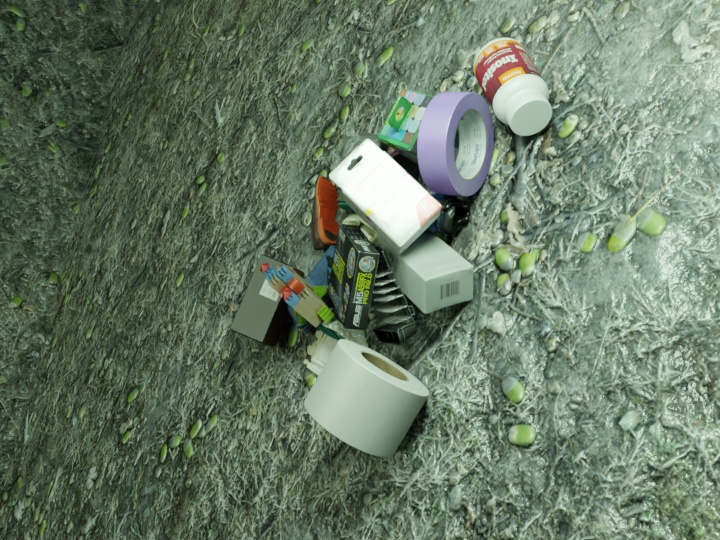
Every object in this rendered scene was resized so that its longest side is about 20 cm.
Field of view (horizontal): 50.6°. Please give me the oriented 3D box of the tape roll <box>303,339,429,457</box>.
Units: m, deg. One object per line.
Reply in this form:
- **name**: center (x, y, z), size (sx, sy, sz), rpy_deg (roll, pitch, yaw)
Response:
- **tape roll**: center (0.012, 0.240, 1.448), size (0.139, 0.202, 0.203), rpy_deg (-60, 38, 6)

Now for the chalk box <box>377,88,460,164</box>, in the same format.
- **chalk box**: center (0.130, -0.298, 1.609), size (0.124, 0.200, 0.125), rpy_deg (33, 95, 52)

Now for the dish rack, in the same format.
- **dish rack**: center (0.045, 0.045, 1.531), size (0.201, 0.054, 0.153), rpy_deg (69, 162, -4)

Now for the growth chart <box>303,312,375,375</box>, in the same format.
- **growth chart**: center (-0.055, 0.154, 1.722), size (0.200, 0.018, 0.145), rpy_deg (-59, 38, 7)

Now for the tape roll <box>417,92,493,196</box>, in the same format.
- **tape roll**: center (0.191, -0.249, 1.504), size (0.065, 0.200, 0.201), rpy_deg (9, 77, 34)

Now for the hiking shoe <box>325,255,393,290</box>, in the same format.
- **hiking shoe**: center (0.000, 0.000, 1.663), size (0.199, 0.074, 0.087), rpy_deg (-7, 94, 35)

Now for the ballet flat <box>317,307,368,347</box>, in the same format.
- **ballet flat**: center (-0.031, 0.129, 1.643), size (0.200, 0.072, 0.072), rpy_deg (31, 94, 52)

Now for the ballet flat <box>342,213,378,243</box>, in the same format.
- **ballet flat**: center (-0.004, -0.090, 1.758), size (0.200, 0.069, 0.070), rpy_deg (33, 96, 52)

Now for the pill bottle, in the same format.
- **pill bottle**: center (0.305, -0.363, 1.513), size (0.113, 0.113, 0.200), rpy_deg (-42, 43, 27)

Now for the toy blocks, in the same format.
- **toy blocks**: center (-0.149, 0.041, 1.696), size (0.100, 0.137, 0.200), rpy_deg (-47, 30, 1)

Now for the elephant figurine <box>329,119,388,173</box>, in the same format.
- **elephant figurine**: center (0.003, -0.262, 1.694), size (0.141, 0.200, 0.156), rpy_deg (-10, 77, 4)

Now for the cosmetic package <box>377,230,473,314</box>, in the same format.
- **cosmetic package**: center (0.125, -0.007, 1.511), size (0.200, 0.112, 0.081), rpy_deg (-133, 34, -53)

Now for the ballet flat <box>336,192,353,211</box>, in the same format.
- **ballet flat**: center (0.016, -0.163, 1.779), size (0.200, 0.067, 0.064), rpy_deg (20, 77, 52)

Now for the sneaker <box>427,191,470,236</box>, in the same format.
- **sneaker**: center (0.130, -0.108, 1.526), size (0.111, 0.199, 0.077), rpy_deg (29, 126, 51)

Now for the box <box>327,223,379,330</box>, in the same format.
- **box**: center (-0.018, 0.009, 1.540), size (0.200, 0.044, 0.161), rpy_deg (-122, 40, -66)

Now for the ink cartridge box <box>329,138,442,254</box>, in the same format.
- **ink cartridge box**: center (0.046, -0.144, 1.472), size (0.116, 0.068, 0.200), rpy_deg (-44, 81, -7)

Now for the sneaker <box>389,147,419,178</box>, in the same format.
- **sneaker**: center (0.097, -0.261, 1.752), size (0.082, 0.070, 0.201), rpy_deg (159, 127, -68)

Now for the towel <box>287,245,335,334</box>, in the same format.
- **towel**: center (-0.094, 0.043, 1.805), size (0.200, 0.048, 0.112), rpy_deg (-53, 39, 15)

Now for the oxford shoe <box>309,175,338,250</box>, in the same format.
- **oxford shoe**: center (-0.100, -0.144, 1.901), size (0.072, 0.071, 0.201), rpy_deg (-31, 49, 42)

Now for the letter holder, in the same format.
- **letter holder**: center (-0.218, 0.082, 1.902), size (0.100, 0.142, 0.201), rpy_deg (21, 84, 20)
